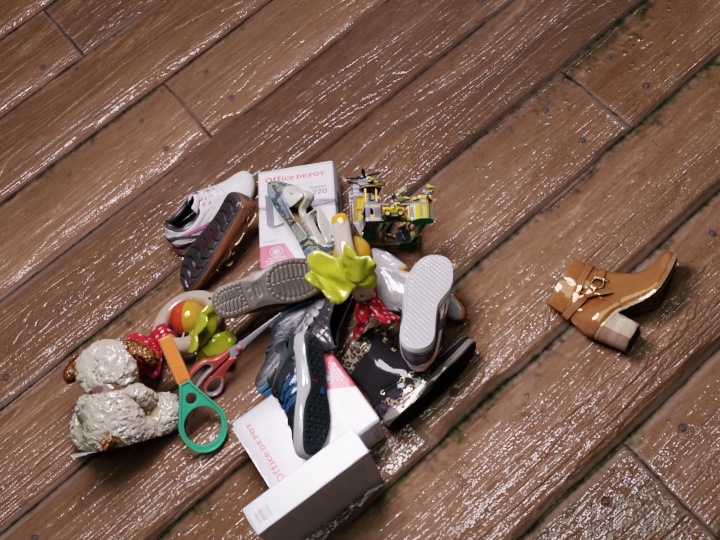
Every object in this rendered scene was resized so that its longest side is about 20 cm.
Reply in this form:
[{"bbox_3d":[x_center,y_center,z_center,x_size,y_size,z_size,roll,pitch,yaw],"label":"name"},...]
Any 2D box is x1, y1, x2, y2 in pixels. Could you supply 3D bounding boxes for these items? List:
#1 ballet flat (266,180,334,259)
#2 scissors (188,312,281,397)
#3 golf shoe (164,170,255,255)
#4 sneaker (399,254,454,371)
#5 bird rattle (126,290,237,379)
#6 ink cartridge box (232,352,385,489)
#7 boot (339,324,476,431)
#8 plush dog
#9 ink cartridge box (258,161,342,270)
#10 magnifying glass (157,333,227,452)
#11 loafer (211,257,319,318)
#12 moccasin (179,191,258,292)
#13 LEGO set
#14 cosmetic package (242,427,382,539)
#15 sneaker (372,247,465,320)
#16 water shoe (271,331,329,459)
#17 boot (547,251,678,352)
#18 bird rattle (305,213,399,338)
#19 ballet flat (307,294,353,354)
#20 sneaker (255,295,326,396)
[{"bbox_3d":[-0.090,-0.093,1.613,0.074,0.074,0.201,-31,67,-6],"label":"ballet flat"},{"bbox_3d":[-0.214,0.133,1.587,0.201,0.073,0.014,-50,33,11],"label":"scissors"},{"bbox_3d":[-0.271,-0.115,1.747,0.072,0.092,0.200,38,74,27],"label":"golf shoe"},{"bbox_3d":[0.101,0.068,1.520,0.077,0.080,0.202,10,49,13],"label":"sneaker"},{"bbox_3d":[-0.305,0.108,1.654,0.197,0.113,0.165,-13,43,24],"label":"bird rattle"},{"bbox_3d":[-0.081,0.253,1.521,0.199,0.086,0.148,-35,62,-7],"label":"ink cartridge box"},{"bbox_3d":[0.075,0.144,1.559,0.200,0.073,0.150,-42,62,-8],"label":"boot"},{"bbox_3d":[-0.405,0.198,1.549,0.196,0.160,0.175,-13,85,5],"label":"plush dog"},{"bbox_3d":[-0.104,-0.082,1.702,0.143,0.085,0.203,-8,60,6],"label":"ink cartridge box"},{"bbox_3d":[-0.280,0.201,1.563,0.079,0.022,0.203,-24,97,-17],"label":"magnifying glass"},{"bbox_3d":[-0.155,0.029,1.601,0.197,0.067,0.077,-13,90,-15],"label":"loafer"},{"bbox_3d":[-0.251,-0.046,1.706,0.073,0.077,0.203,35,97,37],"label":"moccasin"},{"bbox_3d":[0.048,-0.117,1.617,0.151,0.200,0.118,-3,75,-1],"label":"LEGO set"},{"bbox_3d":[-0.067,0.335,1.439,0.199,0.151,0.052,-35,60,-9],"label":"cosmetic package"},{"bbox_3d":[0.084,0.046,1.615,0.198,0.076,0.093,30,88,24],"label":"sneaker"},{"bbox_3d":[-0.095,0.197,1.480,0.078,0.071,0.203,-19,57,32],"label":"water shoe"},{"bbox_3d":[0.413,0.022,1.562,0.154,0.077,0.201,31,79,28],"label":"boot"},{"bbox_3d":[0.000,0.000,1.514,0.111,0.200,0.166,-20,60,19],"label":"bird rattle"},{"bbox_3d":[-0.033,0.061,1.595,0.056,0.067,0.202,0,48,28],"label":"ballet flat"},{"bbox_3d":[-0.126,0.122,1.612,0.081,0.074,0.201,20,58,24],"label":"sneaker"}]
